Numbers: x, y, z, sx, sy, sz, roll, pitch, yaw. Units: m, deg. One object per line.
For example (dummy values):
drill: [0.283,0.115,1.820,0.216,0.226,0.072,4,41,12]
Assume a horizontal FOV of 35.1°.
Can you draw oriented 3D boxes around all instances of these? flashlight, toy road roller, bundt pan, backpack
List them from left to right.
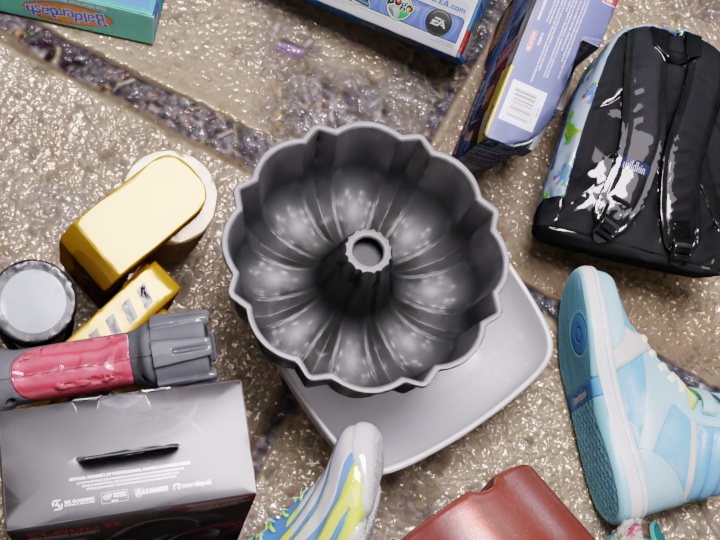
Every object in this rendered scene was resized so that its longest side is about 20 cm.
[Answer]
flashlight: [-0.191,0.063,0.715,0.199,0.068,0.068,-9,45,-5]
toy road roller: [-0.163,0.026,0.827,0.146,0.123,0.200,47,72,-3]
bundt pan: [0.000,0.000,0.806,0.200,0.076,0.203,4,67,-8]
backpack: [0.233,-0.105,0.949,0.162,0.154,0.201,12,88,-3]

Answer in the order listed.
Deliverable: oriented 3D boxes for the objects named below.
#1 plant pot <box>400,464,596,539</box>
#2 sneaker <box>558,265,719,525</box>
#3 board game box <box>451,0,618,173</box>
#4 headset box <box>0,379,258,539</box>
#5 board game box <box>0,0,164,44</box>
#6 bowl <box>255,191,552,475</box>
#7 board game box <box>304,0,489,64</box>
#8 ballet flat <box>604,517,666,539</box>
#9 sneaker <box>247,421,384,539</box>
plant pot: [0.111,0.250,0.753,0.200,0.201,0.196,-28,67,-20]
sneaker: [0.232,0.090,0.894,0.130,0.080,0.201,-6,79,-11]
board game box: [0.143,-0.174,0.941,0.061,0.200,0.201,22,86,-3]
headset box: [-0.149,0.136,0.736,0.148,0.200,0.075,-6,69,-14]
board game box: [-0.232,-0.305,0.986,0.151,0.045,0.201,12,66,-6]
bowl: [0.024,0.045,0.874,0.199,0.075,0.200,-30,75,-20]
board game box: [0.033,-0.304,0.964,0.199,0.056,0.197,24,97,9]
ballet flat: [0.228,0.276,0.824,0.064,0.076,0.201,-29,81,18]
sneaker: [-0.050,0.192,0.771,0.104,0.076,0.201,14,94,8]
